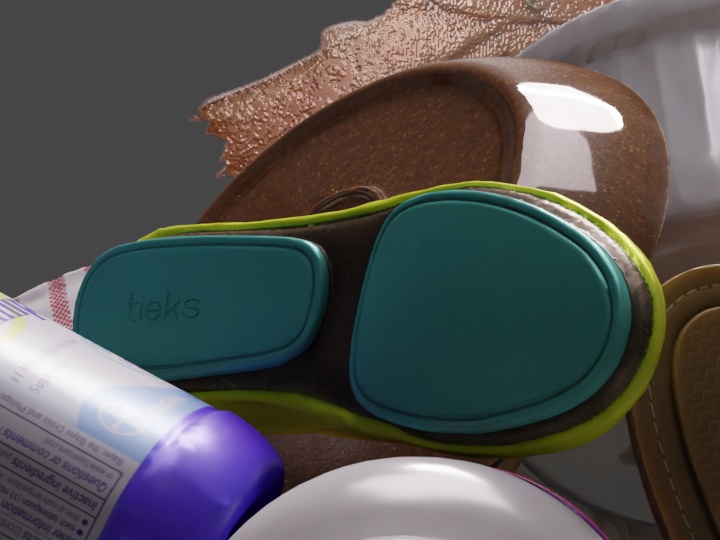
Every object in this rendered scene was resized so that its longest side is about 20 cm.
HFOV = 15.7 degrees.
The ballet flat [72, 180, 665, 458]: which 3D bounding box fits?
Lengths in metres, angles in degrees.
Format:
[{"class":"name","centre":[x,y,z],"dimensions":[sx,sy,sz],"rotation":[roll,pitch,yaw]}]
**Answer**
[{"class":"ballet flat","centre":[0.011,0.016,0.656],"dimensions":[0.200,0.067,0.067],"rotation":[0,-17,45]}]

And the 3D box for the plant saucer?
[{"class":"plant saucer","centre":[0.000,0.000,0.794],"dimensions":[0.200,0.200,0.037],"rotation":[-3,-43,46]}]

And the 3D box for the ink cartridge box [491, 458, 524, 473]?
[{"class":"ink cartridge box","centre":[-0.042,0.091,0.890],"dimensions":[0.075,0.165,0.200],"rotation":[43,-15,-11]}]

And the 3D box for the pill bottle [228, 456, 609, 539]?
[{"class":"pill bottle","centre":[0.016,0.101,0.617],"dimensions":[0.112,0.113,0.200],"rotation":[2,-4,5]}]

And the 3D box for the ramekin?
[{"class":"ramekin","centre":[0.129,0.003,0.890],"dimensions":[0.200,0.098,0.201],"rotation":[-1,-41,-1]}]

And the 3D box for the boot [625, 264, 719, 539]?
[{"class":"boot","centre":[0.107,0.086,0.687],"dimensions":[0.074,0.200,0.155],"rotation":[-34,10,-13]}]

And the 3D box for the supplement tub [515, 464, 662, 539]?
[{"class":"supplement tub","centre":[0.093,0.122,1.031],"dimensions":[0.144,0.145,0.200],"rotation":[-1,-6,34]}]

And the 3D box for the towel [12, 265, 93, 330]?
[{"class":"towel","centre":[-0.129,0.076,0.742],"dimensions":[0.200,0.030,0.146],"rotation":[-25,34,3]}]

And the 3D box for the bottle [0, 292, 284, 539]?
[{"class":"bottle","centre":[-0.119,0.026,0.642],"dimensions":[0.200,0.065,0.084],"rotation":[28,9,8]}]
